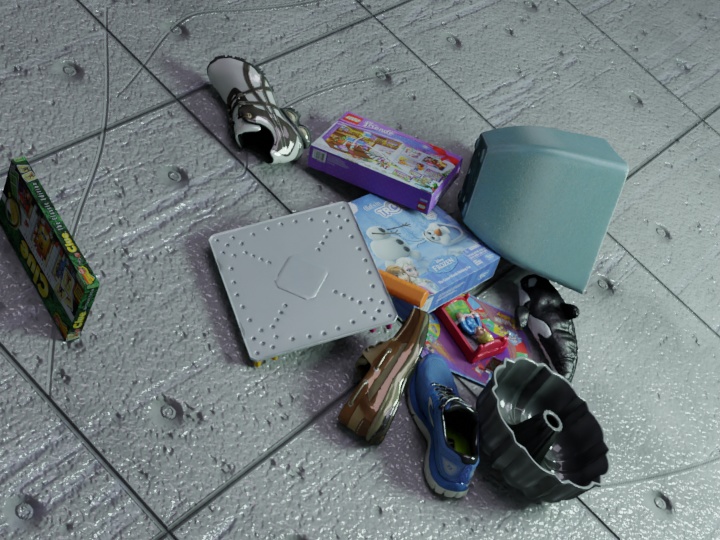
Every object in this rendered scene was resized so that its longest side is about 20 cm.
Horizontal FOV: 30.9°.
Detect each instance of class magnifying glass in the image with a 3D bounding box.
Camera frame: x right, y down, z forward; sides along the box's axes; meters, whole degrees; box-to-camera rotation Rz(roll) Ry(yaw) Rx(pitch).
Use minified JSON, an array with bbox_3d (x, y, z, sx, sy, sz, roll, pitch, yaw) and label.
[{"bbox_3d":[0.000,0.000,1.740,0.198,0.022,0.080,25,78,20],"label":"magnifying glass"}]

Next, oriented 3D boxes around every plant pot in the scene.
[{"bbox_3d":[0.252,-0.110,1.905,0.197,0.199,0.196,16,16,-6],"label":"plant pot"}]

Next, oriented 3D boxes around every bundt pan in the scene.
[{"bbox_3d":[0.227,0.215,1.684,0.200,0.076,0.203,27,36,-22],"label":"bundt pan"}]

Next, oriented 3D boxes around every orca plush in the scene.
[{"bbox_3d":[0.279,0.077,1.855,0.104,0.071,0.202,25,41,-23],"label":"orca plush"}]

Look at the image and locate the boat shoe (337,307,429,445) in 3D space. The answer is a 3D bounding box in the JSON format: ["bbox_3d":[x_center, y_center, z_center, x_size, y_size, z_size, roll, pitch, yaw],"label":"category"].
[{"bbox_3d":[0.030,0.124,1.654,0.073,0.076,0.201,23,52,5],"label":"boat shoe"}]

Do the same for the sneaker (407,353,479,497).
[{"bbox_3d":[0.117,0.183,1.652,0.078,0.090,0.202,9,45,-25],"label":"sneaker"}]

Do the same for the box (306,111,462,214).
[{"bbox_3d":[0.038,-0.161,1.920,0.198,0.040,0.137,23,35,13],"label":"box"}]

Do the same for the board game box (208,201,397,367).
[{"bbox_3d":[-0.077,0.015,1.689,0.197,0.026,0.202,-15,57,-14],"label":"board game box"}]

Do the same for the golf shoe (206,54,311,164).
[{"bbox_3d":[-0.162,-0.233,1.883,0.200,0.078,0.094,43,43,13],"label":"golf shoe"}]

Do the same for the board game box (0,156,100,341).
[{"bbox_3d":[-0.373,-0.026,1.538,0.023,0.105,0.201,-17,60,-36],"label":"board game box"}]

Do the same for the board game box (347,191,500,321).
[{"bbox_3d":[0.064,-0.033,1.835,0.198,0.044,0.199,40,41,23],"label":"board game box"}]

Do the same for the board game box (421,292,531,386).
[{"bbox_3d":[0.161,0.080,1.812,0.198,0.039,0.159,25,42,-10],"label":"board game box"}]
